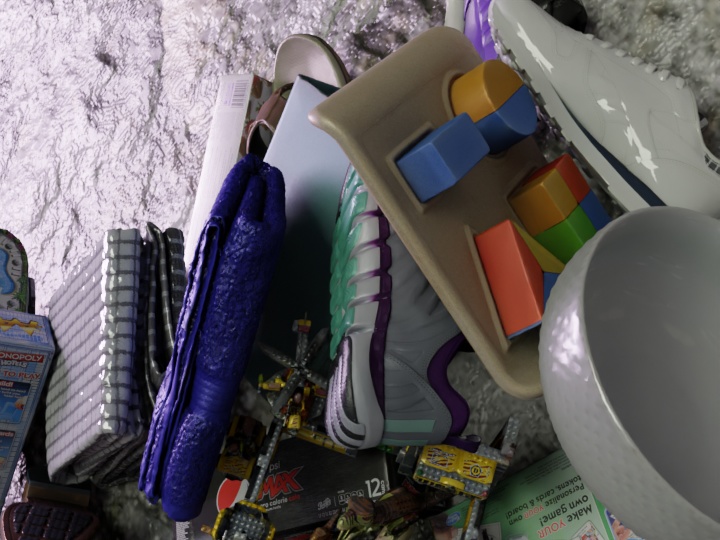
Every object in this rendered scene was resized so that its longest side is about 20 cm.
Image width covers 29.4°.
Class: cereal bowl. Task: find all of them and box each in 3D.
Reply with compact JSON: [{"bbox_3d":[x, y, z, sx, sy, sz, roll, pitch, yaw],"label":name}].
[{"bbox_3d":[0.175,0.070,0.741,0.083,0.199,0.201,-45,51,46],"label":"cereal bowl"}]

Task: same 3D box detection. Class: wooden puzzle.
[{"bbox_3d":[0.079,-0.048,0.798,0.046,0.185,0.200,-35,95,36],"label":"wooden puzzle"}]

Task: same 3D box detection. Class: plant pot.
[{"bbox_3d":[0.000,0.000,0.936,0.141,0.141,0.201,40,109,39],"label":"plant pot"}]

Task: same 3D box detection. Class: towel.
[{"bbox_3d":[-0.184,0.069,1.062,0.200,0.085,0.167,-38,50,56],"label":"towel"},{"bbox_3d":[-0.095,0.036,0.858,0.148,0.049,0.201,-103,30,-70],"label":"towel"}]

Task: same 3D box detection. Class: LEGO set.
[{"bbox_3d":[0.006,0.130,0.810,0.199,0.116,0.154,26,69,5],"label":"LEGO set"}]

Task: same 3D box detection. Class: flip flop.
[{"bbox_3d":[-0.059,-0.088,1.055,0.081,0.057,0.201,7,82,40],"label":"flip flop"}]

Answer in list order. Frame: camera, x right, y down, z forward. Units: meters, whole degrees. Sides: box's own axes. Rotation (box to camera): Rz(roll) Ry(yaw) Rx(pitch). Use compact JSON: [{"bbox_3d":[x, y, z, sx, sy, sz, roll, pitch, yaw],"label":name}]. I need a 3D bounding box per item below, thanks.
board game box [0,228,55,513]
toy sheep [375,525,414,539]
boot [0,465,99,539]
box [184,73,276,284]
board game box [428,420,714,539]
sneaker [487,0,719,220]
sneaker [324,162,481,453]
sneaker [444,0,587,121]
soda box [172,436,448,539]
[{"bbox_3d":[-0.307,0.072,1.158,0.200,0.061,0.201,126,147,-46],"label":"board game box"},{"bbox_3d":[-0.023,0.246,0.888,0.138,0.138,0.200,33,84,40],"label":"toy sheep"},{"bbox_3d":[-0.248,0.227,1.069,0.200,0.074,0.097,-124,48,-80],"label":"boot"},{"bbox_3d":[-0.105,-0.057,1.096,0.041,0.039,0.201,3,79,41],"label":"box"},{"bbox_3d":[0.143,0.174,0.835,0.200,0.029,0.135,-33,59,27],"label":"board game box"},{"bbox_3d":[0.158,-0.104,0.856,0.080,0.076,0.200,-40,81,7],"label":"sneaker"},{"bbox_3d":[0.029,0.011,0.789,0.074,0.087,0.201,119,157,-62],"label":"sneaker"},{"bbox_3d":[0.110,-0.186,0.948,0.099,0.069,0.201,-2,76,28],"label":"sneaker"},{"bbox_3d":[-0.039,0.154,0.959,0.199,0.071,0.064,-20,66,34],"label":"soda box"}]
